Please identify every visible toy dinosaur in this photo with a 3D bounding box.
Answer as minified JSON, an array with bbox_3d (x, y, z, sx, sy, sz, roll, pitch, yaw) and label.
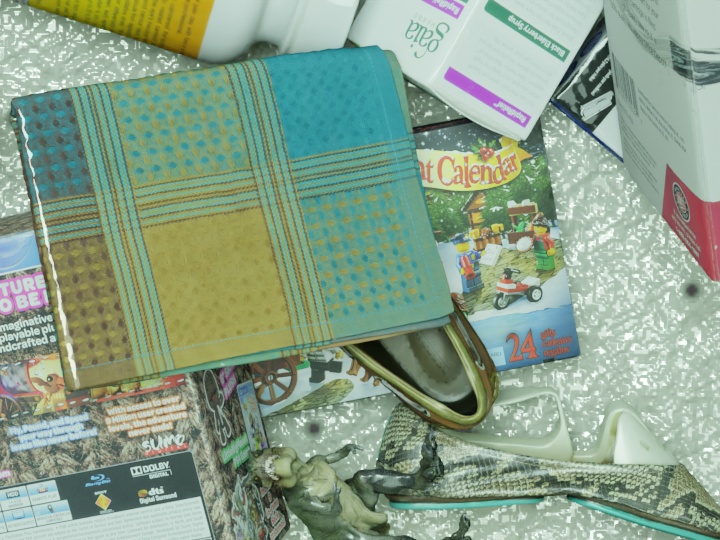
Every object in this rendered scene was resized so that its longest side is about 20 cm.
[{"bbox_3d":[0.010,0.132,1.135,0.088,0.048,0.200,-16,138,16],"label":"toy dinosaur"}]

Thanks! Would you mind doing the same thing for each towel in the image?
[{"bbox_3d":[-0.061,-0.028,1.043,0.200,0.022,0.147,-10,87,-22],"label":"towel"}]

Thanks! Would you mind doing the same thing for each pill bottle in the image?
[{"bbox_3d":[-0.098,-0.170,1.094,0.200,0.111,0.111,17,97,-6],"label":"pill bottle"}]

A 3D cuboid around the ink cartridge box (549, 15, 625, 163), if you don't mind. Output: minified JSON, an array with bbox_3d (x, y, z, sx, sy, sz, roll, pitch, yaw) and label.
[{"bbox_3d":[0.197,-0.141,1.151,0.094,0.044,0.200,38,94,-10],"label":"ink cartridge box"}]

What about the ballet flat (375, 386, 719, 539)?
[{"bbox_3d":[0.109,0.102,1.175,0.200,0.068,0.075,7,90,-1],"label":"ballet flat"}]

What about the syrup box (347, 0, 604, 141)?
[{"bbox_3d":[0.087,-0.176,1.106,0.081,0.079,0.200,28,95,-41],"label":"syrup box"}]

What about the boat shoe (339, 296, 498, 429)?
[{"bbox_3d":[0.000,0.000,1.109,0.200,0.068,0.072,43,94,-8],"label":"boat shoe"}]

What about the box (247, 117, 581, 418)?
[{"bbox_3d":[0.009,-0.003,1.163,0.200,0.038,0.137,-11,99,-2],"label":"box"}]

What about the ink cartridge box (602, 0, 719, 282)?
[{"bbox_3d":[0.173,-0.119,1.031,0.084,0.145,0.200,-15,118,-5],"label":"ink cartridge box"}]

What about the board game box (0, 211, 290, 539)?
[{"bbox_3d":[-0.144,0.068,1.114,0.159,0.097,0.200,-11,99,14],"label":"board game box"}]
